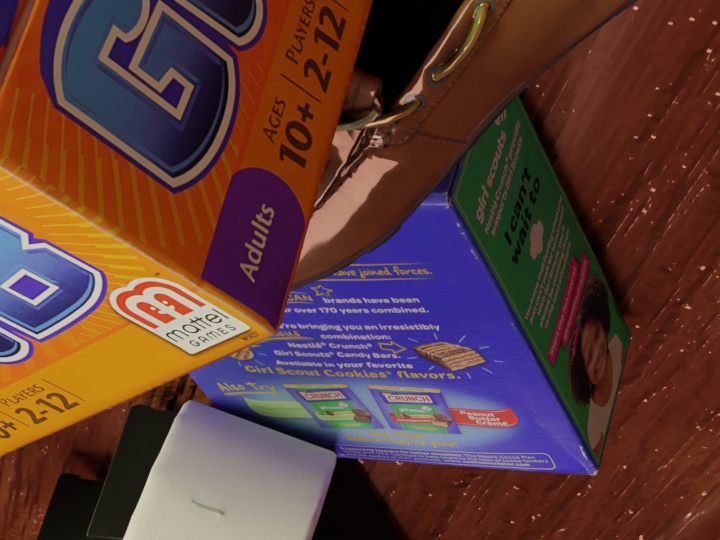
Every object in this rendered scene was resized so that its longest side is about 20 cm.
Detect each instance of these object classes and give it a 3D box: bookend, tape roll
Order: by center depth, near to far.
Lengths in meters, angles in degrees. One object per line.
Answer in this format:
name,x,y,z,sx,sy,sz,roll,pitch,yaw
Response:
tape roll,-0.074,0.159,0.875,0.070,0.204,0.203,20,150,1
bookend,-0.099,0.139,1.103,0.198,0.093,0.199,2,146,24

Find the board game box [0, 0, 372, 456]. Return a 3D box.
board game box,-0.133,-0.085,0.635,0.199,0.202,0.199,32,146,-27

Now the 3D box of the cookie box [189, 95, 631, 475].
cookie box,0.000,0.000,0.842,0.169,0.076,0.200,1,148,25

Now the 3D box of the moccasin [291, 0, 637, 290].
moccasin,0.006,-0.064,0.678,0.077,0.074,0.201,27,129,-36
